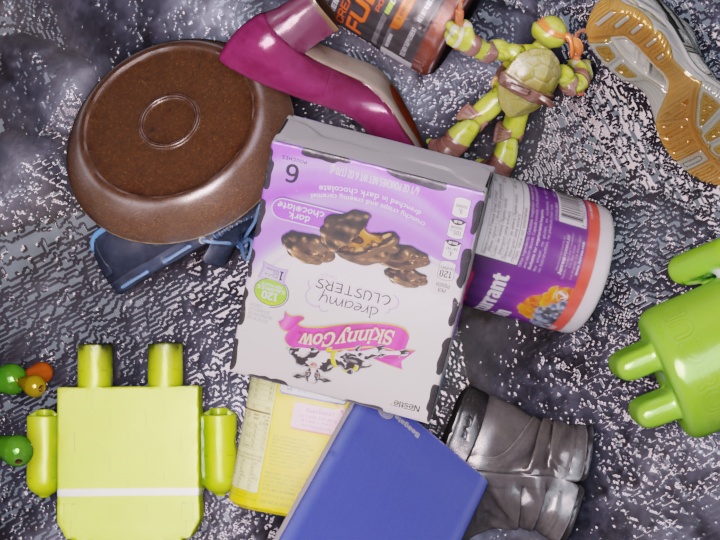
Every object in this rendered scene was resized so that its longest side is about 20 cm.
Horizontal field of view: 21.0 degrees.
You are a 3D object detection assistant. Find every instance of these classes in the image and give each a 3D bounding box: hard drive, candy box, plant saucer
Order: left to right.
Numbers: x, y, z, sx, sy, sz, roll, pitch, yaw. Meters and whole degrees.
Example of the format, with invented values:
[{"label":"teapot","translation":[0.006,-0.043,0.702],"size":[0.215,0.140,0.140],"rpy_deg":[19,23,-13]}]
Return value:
[{"label":"plant saucer","translation":[-0.155,-0.117,1.618],"size":[0.200,0.034,0.201],"rpy_deg":[-6,62,11]},{"label":"candy box","translation":[0.000,0.000,1.511],"size":[0.167,0.072,0.200],"rpy_deg":[14,113,5]},{"label":"hard drive","translation":[0.013,0.199,1.513],"size":[0.132,0.025,0.200],"rpy_deg":[40,47,-10]}]

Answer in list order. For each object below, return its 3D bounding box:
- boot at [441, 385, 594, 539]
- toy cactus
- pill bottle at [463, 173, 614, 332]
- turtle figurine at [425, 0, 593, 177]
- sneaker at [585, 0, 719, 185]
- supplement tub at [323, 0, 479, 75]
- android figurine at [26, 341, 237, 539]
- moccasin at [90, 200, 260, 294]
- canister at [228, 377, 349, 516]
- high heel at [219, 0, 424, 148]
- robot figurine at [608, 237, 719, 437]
[{"label":"boot","translation":[0.115,0.207,1.627],"size":[0.131,0.070,0.200],"rpy_deg":[22,93,-2]},{"label":"toy cactus","translation":[-0.352,0.105,1.640],"size":[0.200,0.102,0.165],"rpy_deg":[43,115,9]},{"label":"pill bottle","translation":[0.097,-0.026,1.591],"size":[0.200,0.111,0.112],"rpy_deg":[16,89,-11]},{"label":"turtle figurine","translation":[0.136,-0.148,1.613],"size":[0.161,0.200,0.064],"rpy_deg":[-60,43,20]},{"label":"sneaker","translation":[0.272,-0.164,1.628],"size":[0.076,0.088,0.200],"rpy_deg":[-26,112,34]},{"label":"supplement tub","translation":[-0.001,-0.254,1.626],"size":[0.200,0.107,0.107],"rpy_deg":[30,90,3]},{"label":"android figurine","translation":[-0.195,0.161,1.651],"size":[0.182,0.041,0.200],"rpy_deg":[-3,88,2]},{"label":"moccasin","translation":[-0.127,-0.034,1.646],"size":[0.200,0.080,0.068],"rpy_deg":[-18,92,16]},{"label":"canister","translation":[-0.025,0.107,1.625],"size":[0.148,0.087,0.200],"rpy_deg":[11,90,1]},{"label":"high heel","translation":[-0.027,-0.142,1.625],"size":[0.096,0.067,0.200],"rpy_deg":[-32,116,14]},{"label":"robot figurine","translation":[0.308,0.063,1.597],"size":[0.200,0.116,0.176],"rpy_deg":[-24,88,1]}]
